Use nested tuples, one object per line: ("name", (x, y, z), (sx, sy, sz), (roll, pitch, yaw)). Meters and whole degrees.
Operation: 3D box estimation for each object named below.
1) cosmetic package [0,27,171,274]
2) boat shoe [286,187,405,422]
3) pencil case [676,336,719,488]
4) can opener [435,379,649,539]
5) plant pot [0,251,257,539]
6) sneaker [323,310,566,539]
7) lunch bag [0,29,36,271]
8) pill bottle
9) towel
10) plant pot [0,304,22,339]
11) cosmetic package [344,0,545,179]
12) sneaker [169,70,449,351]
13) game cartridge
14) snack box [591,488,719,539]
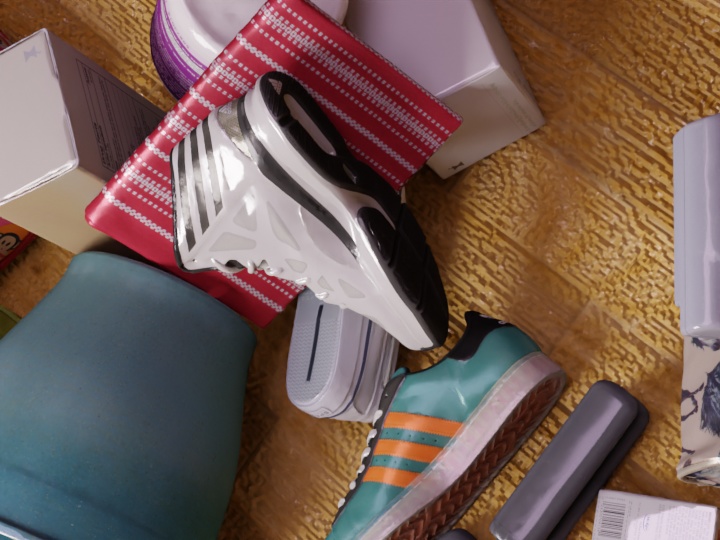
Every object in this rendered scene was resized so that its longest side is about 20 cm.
("cosmetic package", (-0.169, -0.066, 0.999), (0.071, 0.200, 0.106), (-25, 65, 16))
("boat shoe", (0.000, 0.000, 0.981), (0.073, 0.067, 0.201), (2, 75, 47))
("pencil case", (0.226, 0.023, 0.857), (0.089, 0.077, 0.201), (-15, 65, 58))
("can opener", (0.092, 0.146, 0.902), (0.066, 0.053, 0.200), (42, 95, 29))
("plant pot", (-0.160, 0.099, 0.962), (0.199, 0.200, 0.189), (15, 70, 27))
("sneaker", (0.034, 0.112, 0.933), (0.200, 0.071, 0.080), (-46, 61, -3))
("lunch bag", (-0.313, -0.091, 1.141), (0.176, 0.082, 0.200), (-46, 63, 7))
("pill bottle", (-0.079, -0.159, 0.980), (0.111, 0.200, 0.113), (2, 82, -13))
("towel", (-0.054, -0.062, 0.911), (0.200, 0.144, 0.023), (-45, 29, 23))
("plant pot", (-0.346, 0.093, 1.040), (0.199, 0.193, 0.202), (-7, 72, 23))
("cosmetic package", (0.036, -0.175, 0.989), (0.084, 0.108, 0.201), (-28, 67, 14))
("sneaker", (-0.038, -0.016, 0.900), (0.115, 0.201, 0.076), (-28, 26, 23))
("game cartridge", (0.264, -0.020, 0.815), (0.199, 0.042, 0.134), (6, 79, -14))
("snack box", (0.158, 0.230, 0.863), (0.071, 0.024, 0.201), (5, 78, 25))
